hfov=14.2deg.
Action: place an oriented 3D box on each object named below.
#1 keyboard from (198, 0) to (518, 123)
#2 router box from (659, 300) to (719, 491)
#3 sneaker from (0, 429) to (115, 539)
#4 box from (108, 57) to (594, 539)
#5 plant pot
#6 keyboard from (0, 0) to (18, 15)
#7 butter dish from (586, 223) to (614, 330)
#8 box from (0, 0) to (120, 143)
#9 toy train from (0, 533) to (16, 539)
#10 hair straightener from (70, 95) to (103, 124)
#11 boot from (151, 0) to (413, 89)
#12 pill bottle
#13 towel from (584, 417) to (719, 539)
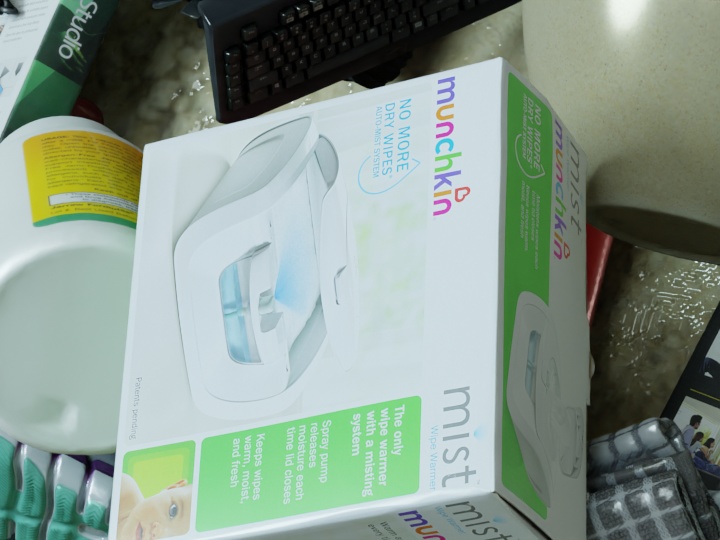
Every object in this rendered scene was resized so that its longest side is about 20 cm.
[{"bbox_3d":[0.014,-0.150,1.388,0.200,0.127,0.021,-26,47,-19],"label":"keyboard"},{"bbox_3d":[0.222,0.102,1.260,0.200,0.051,0.149,23,79,34],"label":"router box"},{"bbox_3d":[-0.128,0.089,1.369,0.200,0.074,0.088,26,49,4],"label":"sneaker"},{"bbox_3d":[0.000,0.035,1.197,0.176,0.097,0.200,-12,58,26],"label":"box"},{"bbox_3d":[0.158,-0.078,1.289,0.200,0.200,0.135,8,78,31],"label":"plant pot"},{"bbox_3d":[-0.176,-0.190,1.540,0.127,0.021,0.200,-57,29,-1],"label":"keyboard"},{"bbox_3d":[0.000,0.000,1.367,0.200,0.148,0.200,6,71,30],"label":"butter dish"},{"bbox_3d":[-0.187,-0.116,1.544,0.144,0.036,0.200,-3,62,56],"label":"box"},{"bbox_3d":[-0.234,0.142,1.454,0.200,0.085,0.114,-34,59,33],"label":"toy train"},{"bbox_3d":[-0.192,0.002,1.543,0.077,0.041,0.200,0,74,35],"label":"hair straightener"},{"bbox_3d":[-0.010,-0.194,1.507,0.162,0.073,0.198,29,83,40],"label":"boot"},{"bbox_3d":[-0.135,-0.002,1.354,0.113,0.113,0.200,-41,22,7],"label":"pill bottle"},{"bbox_3d":[0.100,0.179,1.219,0.165,0.086,0.200,-21,99,25],"label":"towel"}]
